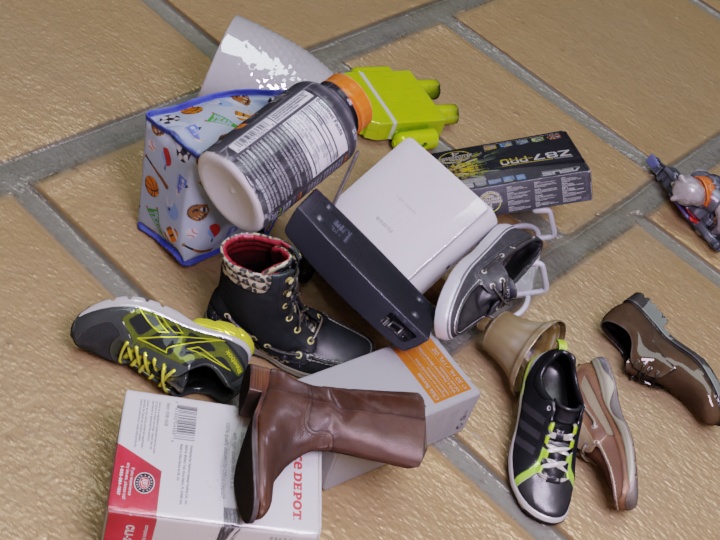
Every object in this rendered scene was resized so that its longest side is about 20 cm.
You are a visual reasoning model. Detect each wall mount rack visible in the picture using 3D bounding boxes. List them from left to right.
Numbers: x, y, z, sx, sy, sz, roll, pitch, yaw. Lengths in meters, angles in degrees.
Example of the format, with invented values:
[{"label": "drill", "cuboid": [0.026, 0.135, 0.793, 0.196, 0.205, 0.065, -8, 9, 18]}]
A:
[{"label": "wall mount rack", "cuboid": [0.162, -0.020, 1.493, 0.172, 0.075, 0.201, -6, 37, 20]}]

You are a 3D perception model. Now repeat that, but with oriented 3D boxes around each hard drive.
[{"label": "hard drive", "cuboid": [0.000, 0.000, 1.286, 0.200, 0.042, 0.135, 45, 15, -5]}]

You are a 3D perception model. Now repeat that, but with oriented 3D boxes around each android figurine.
[{"label": "android figurine", "cuboid": [0.042, -0.241, 1.695, 0.199, 0.041, 0.183, -10, 50, -30]}]

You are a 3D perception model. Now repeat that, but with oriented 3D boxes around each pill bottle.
[{"label": "pill bottle", "cuboid": [-0.076, -0.139, 1.283, 0.106, 0.107, 0.200, 38, 60, 20]}]

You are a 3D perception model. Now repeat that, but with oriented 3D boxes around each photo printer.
[{"label": "photo printer", "cuboid": [0.042, -0.047, 1.417, 0.200, 0.070, 0.166, -41, 62, -8]}]

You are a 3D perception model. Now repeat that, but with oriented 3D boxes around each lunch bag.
[{"label": "lunch bag", "cuboid": [-0.156, -0.121, 1.398, 0.124, 0.171, 0.199, 39, 43, 27]}]

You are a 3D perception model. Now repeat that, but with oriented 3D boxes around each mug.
[{"label": "mug", "cuboid": [-0.117, -0.245, 1.580, 0.174, 0.148, 0.200, 24, 11, -7]}]

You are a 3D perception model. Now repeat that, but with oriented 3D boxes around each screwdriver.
[{"label": "screwdriver", "cuboid": [-0.042, -0.064, 1.360, 0.029, 0.201, 0.028, 31, 35, 14]}]

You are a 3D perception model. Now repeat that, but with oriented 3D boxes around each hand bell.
[{"label": "hand bell", "cuboid": [0.138, 0.055, 1.397, 0.199, 0.105, 0.104, 34, 43, 27]}]

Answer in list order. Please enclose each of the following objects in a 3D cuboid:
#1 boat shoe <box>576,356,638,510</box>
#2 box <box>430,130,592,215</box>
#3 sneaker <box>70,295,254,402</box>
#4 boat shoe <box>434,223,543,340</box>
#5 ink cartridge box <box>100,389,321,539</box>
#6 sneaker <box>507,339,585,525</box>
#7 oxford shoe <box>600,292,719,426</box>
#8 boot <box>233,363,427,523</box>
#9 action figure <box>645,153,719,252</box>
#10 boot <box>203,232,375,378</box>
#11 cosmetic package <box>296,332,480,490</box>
[{"label": "boat shoe", "cuboid": [0.270, 0.189, 1.319, 0.071, 0.076, 0.201, -12, 42, 6]}, {"label": "box", "cuboid": [0.195, -0.126, 1.545, 0.198, 0.049, 0.161, -9, 27, 2]}, {"label": "sneaker", "cuboid": [-0.211, 0.087, 1.233, 0.198, 0.075, 0.085, 9, 43, -11]}, {"label": "boat shoe", "cuboid": [0.155, 0.015, 1.346, 0.066, 0.070, 0.200, 13, 38, 29]}, {"label": "ink cartridge box", "cuboid": [-0.142, 0.209, 1.125, 0.198, 0.084, 0.145, 10, 42, -11]}, {"label": "sneaker", "cuboid": [0.206, 0.173, 1.262, 0.071, 0.083, 0.201, 8, 66, -11]}, {"label": "oxford shoe", "cuboid": [0.371, 0.124, 1.430, 0.084, 0.073, 0.200, -27, 56, -20]}, {"label": "boot", "cuboid": [-0.018, 0.175, 1.109, 0.199, 0.064, 0.187, 14, 43, -15]}, {"label": "action figure", "cuboid": [0.522, -0.129, 1.717, 0.192, 0.105, 0.201, -5, 49, -38]}, {"label": "boot", "cuboid": [-0.071, 0.043, 1.266, 0.202, 0.154, 0.074, 17, 53, 1]}, {"label": "cosmetic package", "cuboid": [0.021, 0.149, 1.259, 0.199, 0.072, 0.102, -18, 54, -34]}]
